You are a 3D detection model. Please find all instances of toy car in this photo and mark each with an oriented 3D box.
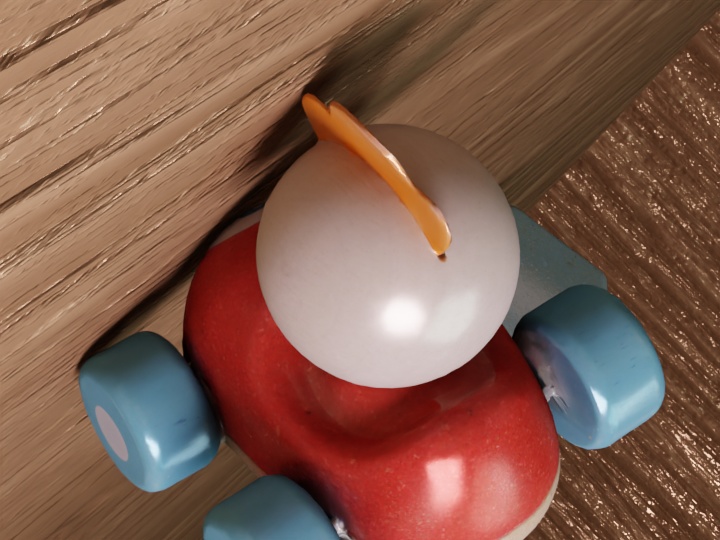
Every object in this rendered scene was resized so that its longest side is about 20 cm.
[{"bbox_3d":[0.000,0.000,0.894,0.184,0.177,0.200,-29,142,-21],"label":"toy car"}]

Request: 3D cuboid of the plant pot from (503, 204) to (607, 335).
[{"bbox_3d":[0.114,0.060,2.186,0.200,0.196,0.196,-52,179,-24],"label":"plant pot"}]
